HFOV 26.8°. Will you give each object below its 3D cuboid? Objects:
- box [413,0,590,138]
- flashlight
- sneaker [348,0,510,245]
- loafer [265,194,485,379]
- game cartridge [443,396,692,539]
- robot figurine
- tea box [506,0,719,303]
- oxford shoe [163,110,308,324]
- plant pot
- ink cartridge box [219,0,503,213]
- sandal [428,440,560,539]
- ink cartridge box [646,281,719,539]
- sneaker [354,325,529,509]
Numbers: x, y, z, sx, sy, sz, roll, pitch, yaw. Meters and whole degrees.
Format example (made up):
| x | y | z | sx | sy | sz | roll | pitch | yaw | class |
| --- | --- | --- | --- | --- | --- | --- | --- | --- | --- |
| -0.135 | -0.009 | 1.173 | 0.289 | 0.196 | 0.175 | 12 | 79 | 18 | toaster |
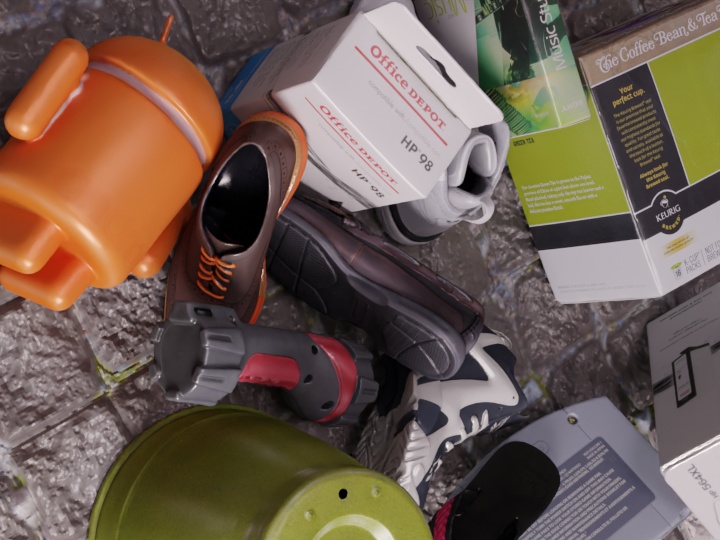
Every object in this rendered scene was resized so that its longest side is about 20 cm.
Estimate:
| x | y | z | sx | sy | sz | roll | pitch | yaw | class |
| --- | --- | --- | --- | --- | --- | --- | --- | --- | --- |
| 0.093 | -0.197 | 1.137 | 0.036 | 0.144 | 0.201 | -23 | 98 | -25 | box |
| -0.064 | 0.070 | 1.022 | 0.068 | 0.068 | 0.200 | 52 | 20 | 25 | flashlight |
| 0.052 | -0.122 | 1.124 | 0.075 | 0.115 | 0.202 | -10 | 92 | -32 | sneaker |
| 0.000 | 0.000 | 1.087 | 0.199 | 0.072 | 0.063 | 36 | 51 | 8 | loafer |
| 0.151 | 0.185 | 1.154 | 0.199 | 0.042 | 0.133 | -31 | 65 | -31 | game cartridge |
| -0.167 | -0.069 | 0.989 | 0.144 | 0.117 | 0.201 | 39 | 69 | -10 | robot figurine |
| 0.236 | -0.102 | 1.224 | 0.199 | 0.133 | 0.198 | -25 | 100 | -30 | tea box |
| -0.097 | -0.009 | 1.012 | 0.071 | 0.073 | 0.201 | 21 | 109 | 6 | oxford shoe |
| -0.054 | 0.190 | 0.993 | 0.199 | 0.192 | 0.202 | 3 | 85 | -30 | plant pot |
| -0.008 | -0.105 | 1.037 | 0.116 | 0.200 | 0.067 | 44 | 66 | -20 | ink cartridge box |
| 0.082 | 0.190 | 1.081 | 0.075 | 0.045 | 0.200 | 36 | 55 | 9 | sandal |
| 0.308 | 0.128 | 1.221 | 0.146 | 0.084 | 0.200 | 47 | 26 | -21 | ink cartridge box |
| 0.071 | 0.119 | 1.130 | 0.129 | 0.079 | 0.200 | 23 | 55 | -25 | sneaker |
